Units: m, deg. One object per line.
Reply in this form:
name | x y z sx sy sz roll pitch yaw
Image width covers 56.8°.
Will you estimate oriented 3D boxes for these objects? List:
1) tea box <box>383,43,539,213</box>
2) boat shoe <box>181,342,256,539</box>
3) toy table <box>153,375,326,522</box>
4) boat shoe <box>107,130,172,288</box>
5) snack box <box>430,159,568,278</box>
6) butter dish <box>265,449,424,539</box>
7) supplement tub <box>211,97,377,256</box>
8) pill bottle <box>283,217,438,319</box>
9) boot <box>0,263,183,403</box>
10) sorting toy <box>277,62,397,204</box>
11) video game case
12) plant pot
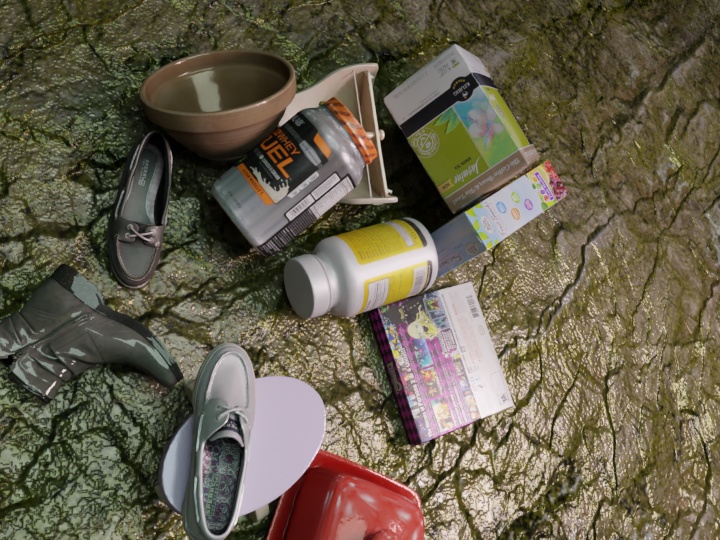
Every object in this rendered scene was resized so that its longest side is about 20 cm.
tea box | 0.161 -0.212 1.012 0.198 0.133 0.200 57 23 1
boat shoe | -0.139 0.168 0.671 0.071 0.068 0.202 20 63 -22
toy table | -0.145 0.203 0.766 0.198 0.117 0.186 -14 79 -31
boat shoe | -0.273 -0.081 0.829 0.066 0.057 0.203 11 68 -24
snack box | 0.188 -0.071 1.007 0.199 0.168 0.068 -31 87 -31
butter dish | 0.000 0.326 0.783 0.198 0.148 0.201 27 61 -17
supplement tub | -0.083 -0.123 0.863 0.199 0.123 0.123 -40 94 -2
pill bottle | 0.000 0.000 0.915 0.198 0.111 0.113 -16 81 -32
boot | -0.311 0.100 0.751 0.199 0.068 0.131 39 64 -2
sorting toy | -0.056 -0.181 0.962 0.178 0.107 0.203 -7 85 -17
video game case | 0.121 0.131 0.980 0.179 0.036 0.202 -13 80 -31
plant pot | -0.181 -0.210 0.879 0.198 0.094 0.202 -2 40 2
